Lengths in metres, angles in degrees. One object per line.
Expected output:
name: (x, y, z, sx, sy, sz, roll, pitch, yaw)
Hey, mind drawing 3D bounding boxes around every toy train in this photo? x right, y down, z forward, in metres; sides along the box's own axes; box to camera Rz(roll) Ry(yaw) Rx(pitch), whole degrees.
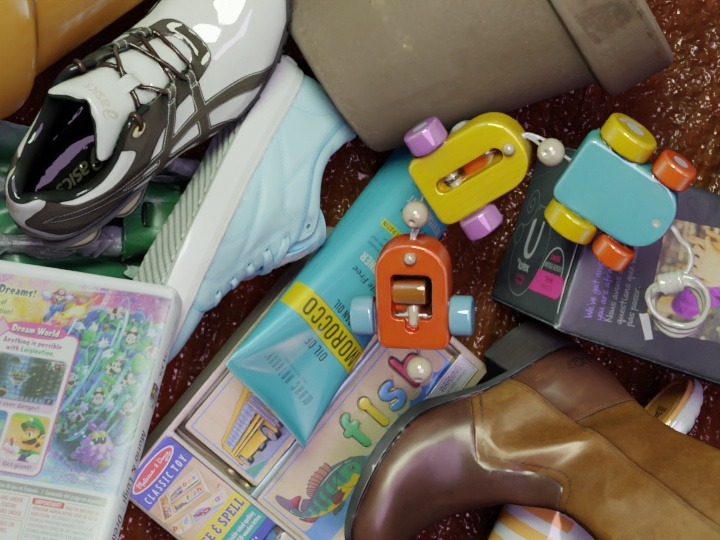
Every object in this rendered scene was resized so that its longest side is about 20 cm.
toy train: (0.090, -0.019, 1.127, 0.199, 0.056, 0.151, -3, 111, 12)

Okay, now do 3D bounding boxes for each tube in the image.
tube: (0.000, 0.000, 1.178, 0.077, 0.050, 0.200, 47, 67, -29)

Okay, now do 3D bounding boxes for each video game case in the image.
video game case: (-0.207, 0.079, 1.042, 0.199, 0.024, 0.183, 8, 66, 13)

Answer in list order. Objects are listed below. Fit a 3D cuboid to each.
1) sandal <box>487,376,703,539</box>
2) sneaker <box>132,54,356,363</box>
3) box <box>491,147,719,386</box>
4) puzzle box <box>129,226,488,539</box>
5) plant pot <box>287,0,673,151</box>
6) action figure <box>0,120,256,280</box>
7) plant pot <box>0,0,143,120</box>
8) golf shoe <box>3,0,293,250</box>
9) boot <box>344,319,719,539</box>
sandal: (0.123, 0.134, 1.242, 0.059, 0.079, 0.207, 39, 85, -7)
sneaker: (-0.059, -0.021, 1.126, 0.082, 0.074, 0.201, 33, 71, -15)
box: (0.197, 0.007, 1.222, 0.199, 0.122, 0.107, 19, 92, -16)
puzzle box: (-0.035, 0.090, 1.219, 0.133, 0.025, 0.200, 41, 85, -15)
plant pot: (0.053, -0.155, 1.145, 0.174, 0.200, 0.201, -32, 104, 8)
action figure: (-0.119, -0.029, 1.168, 0.199, 0.055, 0.119, 1, 83, -20)
plant pot: (-0.186, -0.188, 1.075, 0.183, 0.200, 0.201, -27, 103, -27)
golf shoe: (-0.110, -0.093, 1.075, 0.078, 0.094, 0.200, 39, 90, 8)
boot: (0.113, 0.140, 1.167, 0.188, 0.200, 0.069, -35, 142, -24)
